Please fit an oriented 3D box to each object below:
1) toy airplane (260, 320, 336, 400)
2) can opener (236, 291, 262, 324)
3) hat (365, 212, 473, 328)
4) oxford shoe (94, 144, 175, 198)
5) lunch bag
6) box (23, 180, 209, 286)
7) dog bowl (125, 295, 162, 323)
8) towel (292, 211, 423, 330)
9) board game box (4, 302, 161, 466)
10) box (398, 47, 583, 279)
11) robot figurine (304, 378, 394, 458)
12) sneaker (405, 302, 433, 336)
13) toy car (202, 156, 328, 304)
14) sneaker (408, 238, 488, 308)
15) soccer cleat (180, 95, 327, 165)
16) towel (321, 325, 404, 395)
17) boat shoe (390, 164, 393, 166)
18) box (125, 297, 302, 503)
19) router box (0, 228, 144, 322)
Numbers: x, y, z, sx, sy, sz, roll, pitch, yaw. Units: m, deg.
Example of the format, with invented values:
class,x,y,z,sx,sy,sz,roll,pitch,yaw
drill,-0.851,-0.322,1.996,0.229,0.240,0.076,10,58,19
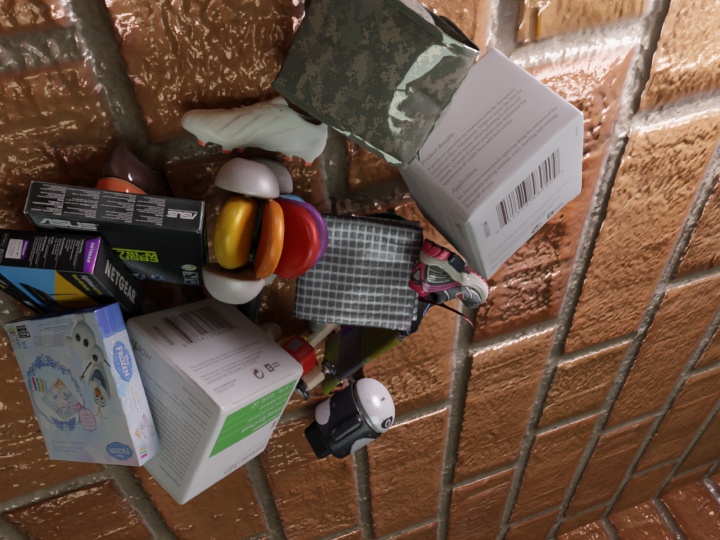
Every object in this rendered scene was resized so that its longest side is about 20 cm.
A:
class,x,y,z,sx,sy,sz,roll,pitch,yaw
toy airplane,-0.132,0.155,1.048,0.198,0.200,0.142,-38,91,21
can opener,-0.188,0.027,0.962,0.065,0.053,0.204,17,129,7
hat,0.052,0.023,0.962,0.196,0.178,0.167,-24,139,-1
oxford shoe,-0.266,-0.094,0.789,0.069,0.075,0.200,0,161,16
lunch bag,0.023,-0.239,0.694,0.197,0.118,0.166,34,119,-3
box,-0.296,-0.039,0.757,0.194,0.049,0.193,6,160,-12
dog bowl,-0.393,0.112,0.935,0.194,0.059,0.204,-12,135,-12
towel,0.000,0.000,0.901,0.193,0.086,0.171,6,94,-2
board game box,-0.369,0.153,0.782,0.195,0.205,0.043,-7,-169,30
box,0.177,-0.140,0.818,0.198,0.172,0.200,-42,151,-1
robot figurine,-0.020,0.317,1.250,0.197,0.152,0.126,-33,124,9
sneaker,0.065,0.111,1.134,0.077,0.071,0.201,24,119,-33
toy car,-0.116,-0.051,0.784,0.145,0.200,0.180,12,102,3
sneaker,0.130,0.019,0.898,0.199,0.080,0.076,31,89,-51
soccer cleat,-0.132,-0.192,0.763,0.195,0.070,0.079,3,121,-32
towel,0.005,0.125,1.057,0.199,0.145,0.023,-38,116,24
boat shoe,0.075,-0.240,0.806,0.065,0.072,0.204,-23,134,-30
box,-0.233,0.176,0.867,0.174,0.198,0.198,-61,160,20
router box,-0.377,0.011,0.755,0.144,0.053,0.201,4,159,-3
